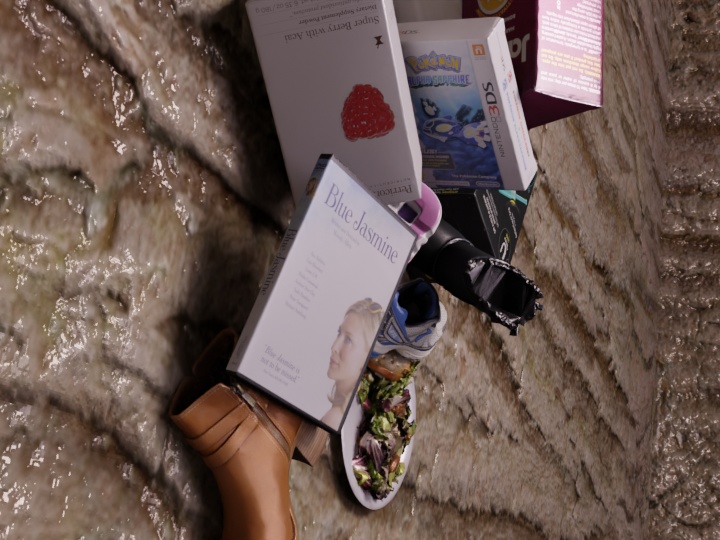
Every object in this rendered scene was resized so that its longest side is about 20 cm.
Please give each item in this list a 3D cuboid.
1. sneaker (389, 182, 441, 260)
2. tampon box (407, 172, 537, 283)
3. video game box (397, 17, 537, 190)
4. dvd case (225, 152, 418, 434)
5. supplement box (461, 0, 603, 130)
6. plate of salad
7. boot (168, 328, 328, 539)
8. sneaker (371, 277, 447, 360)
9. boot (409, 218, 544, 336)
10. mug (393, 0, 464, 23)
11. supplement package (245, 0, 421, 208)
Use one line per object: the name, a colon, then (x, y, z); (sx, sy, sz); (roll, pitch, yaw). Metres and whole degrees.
sneaker: (0.000, 0.000, 0.972); (0.200, 0.080, 0.089); (-46, 174, -15)
tampon box: (0.126, -0.105, 1.222); (0.151, 0.125, 0.201); (65, 36, -40)
video game box: (0.072, -0.169, 1.027); (0.047, 0.198, 0.184); (-55, 137, -39)
dvd case: (-0.026, 0.023, 0.840); (0.142, 0.017, 0.202); (38, 68, -44)
supplement box: (0.183, -0.267, 1.060); (0.102, 0.130, 0.203); (6, 82, -32)
plate of salad: (0.032, 0.168, 1.113); (0.200, 0.047, 0.203); (0, 90, -65)
boot: (-0.103, 0.163, 0.811); (0.156, 0.076, 0.201); (53, 54, -41)
sneaker: (0.061, 0.051, 1.096); (0.078, 0.085, 0.199); (61, 26, 12)
boot: (0.095, -0.013, 1.056); (0.197, 0.162, 0.074); (35, 92, -23)
mug: (0.094, -0.297, 1.175); (0.187, 0.148, 0.155); (-99, 169, -71)
supplement package: (-0.017, -0.167, 0.901); (0.120, 0.120, 0.202); (-83, 162, -65)
